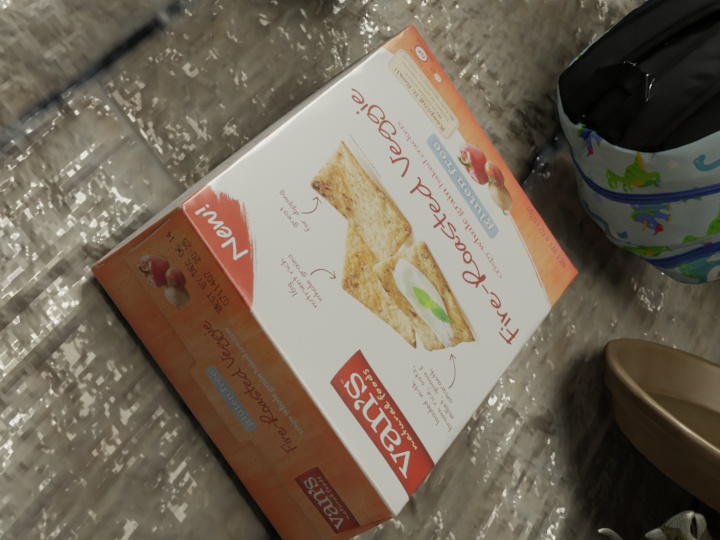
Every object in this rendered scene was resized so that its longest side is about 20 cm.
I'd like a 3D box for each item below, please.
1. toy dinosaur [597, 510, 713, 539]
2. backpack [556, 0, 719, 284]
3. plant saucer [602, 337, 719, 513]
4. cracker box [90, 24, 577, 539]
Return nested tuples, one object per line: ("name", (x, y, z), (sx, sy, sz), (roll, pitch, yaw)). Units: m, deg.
("toy dinosaur", (0.176, 0.189, 0.738), (0.077, 0.101, 0.202), (-150, -139, -83))
("backpack", (0.198, -0.088, 0.838), (0.198, 0.155, 0.163), (-21, 42, -17))
("plant saucer", (0.198, 0.092, 0.778), (0.198, 0.030, 0.200), (25, 14, -7))
("cracker box", (0.000, 0.000, 0.658), (0.135, 0.057, 0.200), (55, 38, -8))
